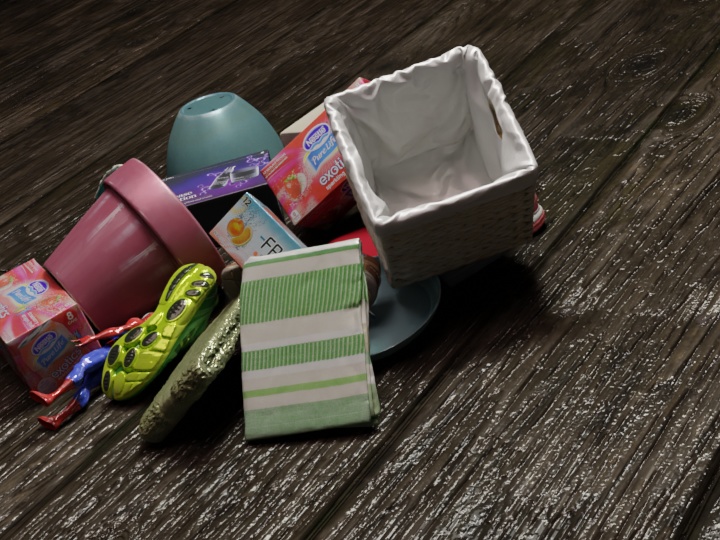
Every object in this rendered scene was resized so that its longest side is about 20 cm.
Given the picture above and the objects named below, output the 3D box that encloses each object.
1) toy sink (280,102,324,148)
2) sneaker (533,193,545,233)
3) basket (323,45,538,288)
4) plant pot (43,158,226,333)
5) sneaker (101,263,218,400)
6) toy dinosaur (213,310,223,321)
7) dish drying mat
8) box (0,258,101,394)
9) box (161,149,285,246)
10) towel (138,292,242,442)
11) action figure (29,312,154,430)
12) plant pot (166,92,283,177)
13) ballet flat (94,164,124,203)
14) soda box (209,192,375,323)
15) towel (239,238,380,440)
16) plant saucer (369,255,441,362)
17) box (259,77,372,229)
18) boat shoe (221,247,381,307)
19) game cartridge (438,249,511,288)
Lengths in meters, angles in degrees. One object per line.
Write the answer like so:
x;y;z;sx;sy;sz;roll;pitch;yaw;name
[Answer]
0.006;-0.184;1.893;0.199;0.112;0.130;1;30;39;toy sink
0.133;-0.076;1.641;0.199;0.087;0.074;-16;25;-1;sneaker
0.086;-0.117;1.486;0.199;0.161;0.199;-20;60;-2;basket
-0.301;-0.014;1.658;0.179;0.200;0.200;-39;32;-13;plant pot
-0.231;0.085;1.546;0.074;0.084;0.200;22;61;31;sneaker
-0.124;0.020;1.604;0.200;0.061;0.106;-35;0;8;toy dinosaur
0.000;0.000;1.643;0.076;0.018;0.200;-19;28;0;dish drying mat
-0.413;0.072;1.629;0.102;0.095;0.200;-30;30;-17;box
-0.218;-0.097;1.884;0.199;0.079;0.141;-16;24;0;box
-0.173;0.099;1.445;0.148;0.036;0.200;-47;8;32;towel
-0.313;0.109;1.544;0.052;0.066;0.200;17;41;36;action figure
-0.222;-0.202;2.023;0.199;0.135;0.200;-12;27;6;plant pot
-0.344;-0.082;1.816;0.071;0.200;0.072;19;40;-17;ballet flat
-0.078;0.004;1.440;0.068;0.064;0.200;-46;68;3;soda box
-0.058;0.074;1.371;0.152;0.201;0.023;-9;-15;17;towel
0.002;0.052;1.508;0.199;0.027;0.200;-15;33;10;plant saucer
-0.025;-0.155;1.741;0.200;0.100;0.095;-41;-19;20;box
-0.067;0.010;1.523;0.199;0.076;0.072;4;35;18;boat shoe
0.105;-0.081;1.591;0.133;0.040;0.200;-30;61;4;game cartridge
